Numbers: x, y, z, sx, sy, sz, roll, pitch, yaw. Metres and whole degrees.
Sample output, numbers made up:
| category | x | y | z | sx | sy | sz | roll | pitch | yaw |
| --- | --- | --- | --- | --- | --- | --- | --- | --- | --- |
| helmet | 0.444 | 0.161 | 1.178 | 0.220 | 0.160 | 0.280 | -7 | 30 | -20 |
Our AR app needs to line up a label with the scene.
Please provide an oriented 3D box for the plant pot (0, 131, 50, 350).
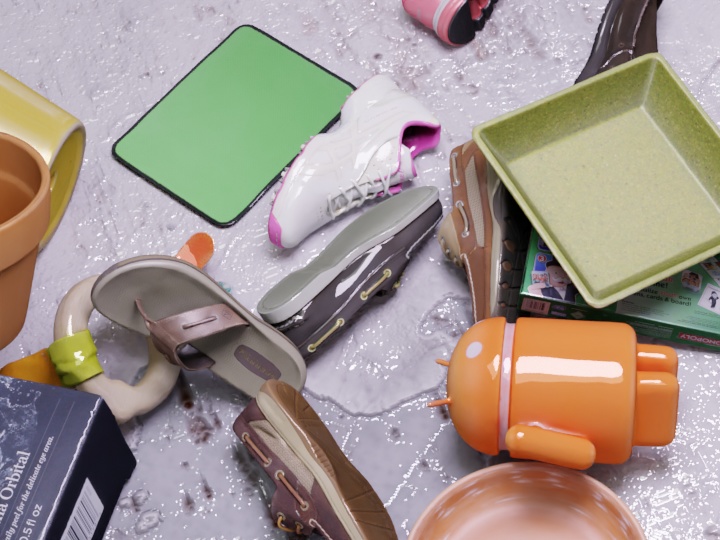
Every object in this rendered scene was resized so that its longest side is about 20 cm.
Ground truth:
| category | x | y | z | sx | sy | sz | roll | pitch | yaw |
| --- | --- | --- | --- | --- | --- | --- | --- | --- | --- |
| plant pot | -0.350 | -0.013 | 1.586 | 0.199 | 0.141 | 0.200 | -1 | 33 | 0 |

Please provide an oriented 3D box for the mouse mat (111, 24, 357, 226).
| category | x | y | z | sx | sy | sz | roll | pitch | yaw |
| --- | --- | --- | --- | --- | --- | --- | --- | --- | --- |
| mouse mat | -0.119 | -0.141 | 1.823 | 0.161 | 0.008 | 0.200 | 33 | 68 | 27 |

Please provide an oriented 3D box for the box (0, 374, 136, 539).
| category | x | y | z | sx | sy | sz | roll | pitch | yaw |
| --- | --- | --- | --- | --- | --- | --- | --- | --- | --- |
| box | -0.317 | 0.193 | 1.563 | 0.199 | 0.118 | 0.197 | 10 | 58 | 16 |

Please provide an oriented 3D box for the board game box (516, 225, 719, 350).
| category | x | y | z | sx | sy | sz | roll | pitch | yaw |
| --- | --- | --- | --- | --- | --- | --- | --- | --- | --- |
| board game box | 0.243 | -0.009 | 1.644 | 0.199 | 0.029 | 0.135 | 12 | 58 | 3 |

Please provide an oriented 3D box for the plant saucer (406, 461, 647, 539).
| category | x | y | z | sx | sy | sz | roll | pitch | yaw |
| --- | --- | --- | --- | --- | --- | --- | --- | --- | --- |
| plant saucer | 0.130 | 0.246 | 1.507 | 0.199 | 0.038 | 0.201 | -4 | 57 | 6 |

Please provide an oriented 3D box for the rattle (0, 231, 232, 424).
| category | x | y | z | sx | sy | sz | roll | pitch | yaw |
| --- | --- | --- | --- | --- | --- | --- | --- | --- | --- |
| rattle | -0.216 | 0.057 | 1.692 | 0.130 | 0.143 | 0.200 | 36 | 46 | -7 |

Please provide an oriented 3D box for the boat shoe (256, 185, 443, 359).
| category | x | y | z | sx | sy | sz | roll | pitch | yaw |
| --- | --- | --- | --- | --- | --- | --- | --- | --- | --- |
| boat shoe | 0.000 | 0.000 | 1.681 | 0.201 | 0.061 | 0.072 | -38 | 20 | -20 |

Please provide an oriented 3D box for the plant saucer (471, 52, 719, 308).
| category | x | y | z | sx | sy | sz | roll | pitch | yaw |
| --- | --- | --- | --- | --- | --- | --- | --- | --- | --- |
| plant saucer | 0.222 | -0.069 | 1.632 | 0.199 | 0.048 | 0.200 | -23 | 63 | -19 |

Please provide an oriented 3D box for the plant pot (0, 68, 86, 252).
| category | x | y | z | sx | sy | sz | roll | pitch | yaw |
| --- | --- | --- | --- | --- | --- | --- | --- | --- | --- |
| plant pot | -0.358 | -0.108 | 1.735 | 0.188 | 0.201 | 0.201 | 20 | 61 | 4 |

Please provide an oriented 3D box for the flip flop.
| category | x | y | z | sx | sy | sz | roll | pitch | yaw |
| --- | --- | --- | --- | --- | --- | --- | --- | --- | --- |
| flip flop | -0.132 | 0.057 | 1.601 | 0.081 | 0.200 | 0.058 | -48 | 18 | 24 |

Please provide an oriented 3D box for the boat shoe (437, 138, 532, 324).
| category | x | y | z | sx | sy | sz | roll | pitch | yaw |
| --- | --- | --- | --- | --- | --- | --- | --- | --- | --- |
| boat shoe | 0.109 | -0.030 | 1.681 | 0.074 | 0.076 | 0.201 | -12 | 59 | 27 |

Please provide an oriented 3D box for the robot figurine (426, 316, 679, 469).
| category | x | y | z | sx | sy | sz | roll | pitch | yaw |
| --- | --- | --- | --- | --- | --- | --- | --- | --- | --- |
| robot figurine | 0.156 | 0.097 | 1.551 | 0.199 | 0.117 | 0.145 | 3 | 69 | 7 |

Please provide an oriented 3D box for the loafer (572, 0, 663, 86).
| category | x | y | z | sx | sy | sz | roll | pitch | yaw |
| --- | --- | --- | --- | --- | --- | --- | --- | --- | --- |
| loafer | 0.245 | -0.186 | 1.766 | 0.071 | 0.073 | 0.201 | 20 | 69 | 14 |

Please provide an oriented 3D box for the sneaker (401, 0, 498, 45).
| category | x | y | z | sx | sy | sz | roll | pitch | yaw |
| --- | --- | --- | --- | --- | --- | --- | --- | --- | --- |
| sneaker | 0.113 | -0.311 | 1.862 | 0.087 | 0.074 | 0.200 | 29 | 65 | 26 |

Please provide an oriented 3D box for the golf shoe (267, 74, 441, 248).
| category | x | y | z | sx | sy | sz | roll | pitch | yaw |
| --- | --- | --- | --- | --- | --- | --- | --- | --- | --- |
| golf shoe | -0.005 | -0.091 | 1.734 | 0.091 | 0.075 | 0.200 | 29 | 66 | 21 |

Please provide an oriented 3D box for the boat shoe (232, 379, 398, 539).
| category | x | y | z | sx | sy | sz | roll | pitch | yaw |
| --- | --- | --- | --- | --- | --- | --- | --- | --- | --- |
| boat shoe | -0.040 | 0.185 | 1.566 | 0.072 | 0.072 | 0.200 | -43 | 68 | 16 |
